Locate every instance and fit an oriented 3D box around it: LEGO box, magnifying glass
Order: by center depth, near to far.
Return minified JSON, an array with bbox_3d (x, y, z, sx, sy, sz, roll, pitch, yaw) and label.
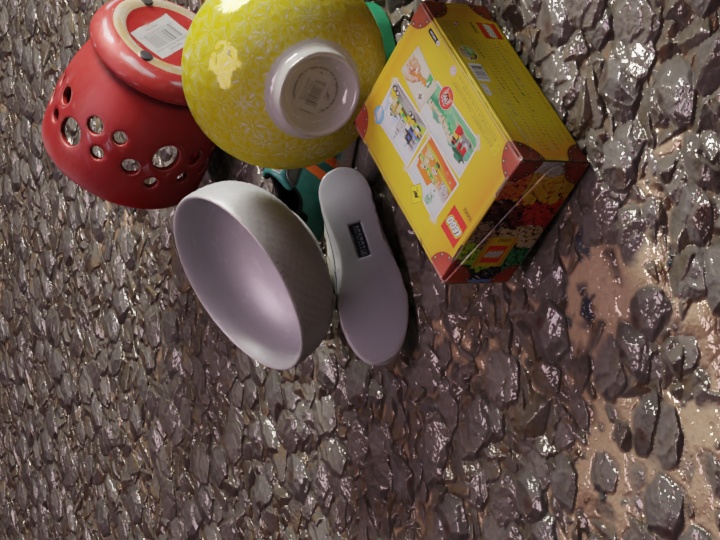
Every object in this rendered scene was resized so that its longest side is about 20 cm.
[{"bbox_3d":[0.091,-0.111,1.465,0.149,0.077,0.200,-58,47,38],"label":"LEGO box"},{"bbox_3d":[0.026,-0.184,1.642,0.200,0.022,0.080,60,142,35],"label":"magnifying glass"}]

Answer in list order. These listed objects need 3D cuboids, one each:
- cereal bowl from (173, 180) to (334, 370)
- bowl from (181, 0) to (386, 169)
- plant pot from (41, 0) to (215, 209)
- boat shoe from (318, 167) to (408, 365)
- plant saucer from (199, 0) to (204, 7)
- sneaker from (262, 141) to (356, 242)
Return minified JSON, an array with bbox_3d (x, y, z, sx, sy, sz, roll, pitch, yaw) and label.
[{"bbox_3d":[-0.095,-0.006,1.687,0.200,0.083,0.201,39,148,29],"label":"cereal bowl"},{"bbox_3d":[-0.056,-0.176,1.556,0.108,0.199,0.201,-135,48,-59],"label":"bowl"},{"bbox_3d":[-0.247,-0.199,1.949,0.183,0.200,0.201,-57,46,36],"label":"plant pot"},{"bbox_3d":[0.000,0.000,1.680,0.070,0.071,0.201,92,162,-77],"label":"boat shoe"},{"bbox_3d":[-0.125,-0.338,1.871,0.200,0.036,0.202,15,108,59],"label":"plant saucer"},{"bbox_3d":[-0.055,-0.122,1.730,0.071,0.080,0.201,29,118,56],"label":"sneaker"}]
